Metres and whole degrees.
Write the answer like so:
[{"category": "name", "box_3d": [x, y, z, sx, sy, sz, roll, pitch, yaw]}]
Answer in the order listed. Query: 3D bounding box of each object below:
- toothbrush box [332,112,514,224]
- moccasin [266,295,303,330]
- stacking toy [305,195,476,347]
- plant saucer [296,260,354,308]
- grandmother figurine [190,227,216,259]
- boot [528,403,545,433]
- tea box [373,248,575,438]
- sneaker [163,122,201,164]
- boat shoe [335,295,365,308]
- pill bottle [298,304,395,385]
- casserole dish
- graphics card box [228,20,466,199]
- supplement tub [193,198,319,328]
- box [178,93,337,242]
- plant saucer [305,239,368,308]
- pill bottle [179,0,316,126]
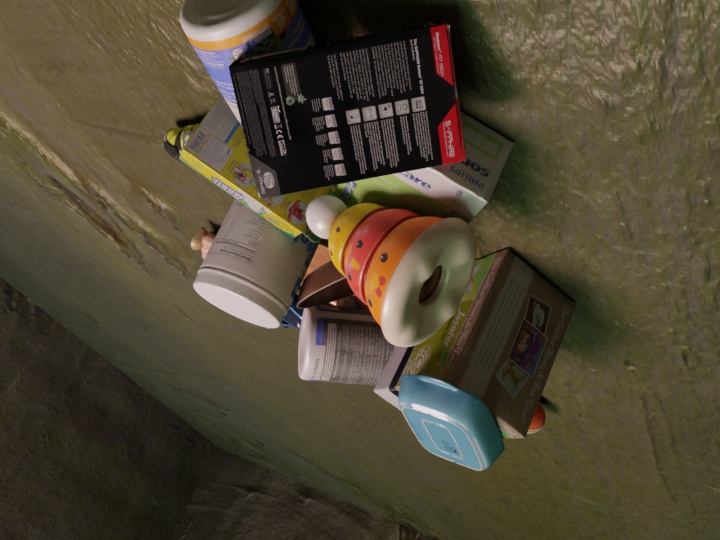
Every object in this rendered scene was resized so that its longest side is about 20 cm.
[{"category": "toothbrush box", "box_3d": [0.058, -0.100, 0.814, 0.145, 0.087, 0.200, 29, 156, -2]}, {"category": "moccasin", "box_3d": [-0.147, 0.067, 1.307, 0.080, 0.069, 0.200, 22, -170, -42]}, {"category": "stacking toy", "box_3d": [0.013, -0.022, 0.788, 0.199, 0.146, 0.147, 31, 160, 32]}, {"category": "plant saucer", "box_3d": [0.000, 0.000, 0.995, 0.035, 0.199, 0.200, 67, 156, 9]}, {"category": "grandmother figurine", "box_3d": [-0.196, -0.013, 1.280, 0.199, 0.061, 0.121, 25, -173, 18]}, {"category": "boot", "box_3d": [0.246, 0.204, 1.210, 0.199, 0.075, 0.107, 36, 150, -10]}, {"category": "tea box", "box_3d": [0.150, 0.106, 0.967, 0.133, 0.201, 0.196, 37, 153, -16]}, {"category": "sneaker", "box_3d": [-0.203, -0.174, 0.989, 0.075, 0.077, 0.199, 5, -165, -44]}, {"category": "boat shoe", "box_3d": [-0.005, 0.108, 1.200, 0.064, 0.075, 0.203, 4, 134, 13]}, {"category": "pill bottle", "box_3d": [0.010, 0.114, 1.087, 0.198, 0.115, 0.114, 6, 158, -10]}, {"category": "casserole dish", "box_3d": [0.109, 0.193, 0.892, 0.120, 0.039, 0.201, 15, 152, 29]}, {"category": "graphics card box", "box_3d": [-0.010, -0.147, 0.665, 0.198, 0.051, 0.127, -11, 113, 1]}, {"category": "supplement tub", "box_3d": [-0.125, -0.040, 0.974, 0.131, 0.202, 0.132, 20, 162, 7]}, {"category": "box", "box_3d": [-0.108, -0.130, 0.897, 0.199, 0.118, 0.048, 35, 163, -12]}, {"category": "plant saucer", "box_3d": [-0.041, 0.000, 1.170, 0.199, 0.038, 0.201, 25, 156, 12]}, {"category": "pill bottle", "box_3d": [-0.090, -0.202, 0.748, 0.111, 0.113, 0.201, 13, 151, 31]}]
